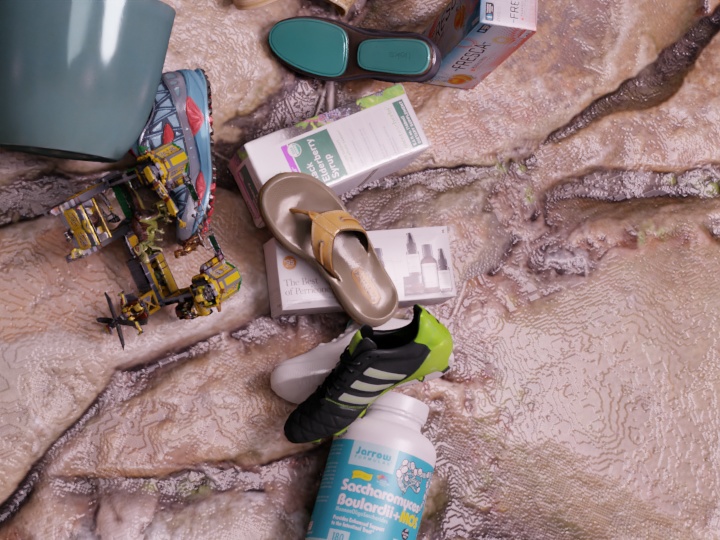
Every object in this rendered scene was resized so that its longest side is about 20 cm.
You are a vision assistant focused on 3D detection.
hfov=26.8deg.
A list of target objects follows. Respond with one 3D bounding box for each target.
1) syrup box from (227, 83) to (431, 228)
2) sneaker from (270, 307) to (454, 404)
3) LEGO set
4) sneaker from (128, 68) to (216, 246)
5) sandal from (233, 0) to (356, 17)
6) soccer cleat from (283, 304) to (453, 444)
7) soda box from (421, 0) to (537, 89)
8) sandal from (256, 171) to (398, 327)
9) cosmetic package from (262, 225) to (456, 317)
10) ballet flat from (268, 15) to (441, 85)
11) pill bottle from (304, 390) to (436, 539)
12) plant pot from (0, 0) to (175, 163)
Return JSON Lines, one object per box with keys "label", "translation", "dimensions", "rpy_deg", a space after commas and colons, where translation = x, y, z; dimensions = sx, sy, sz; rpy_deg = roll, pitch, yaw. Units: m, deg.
{"label": "syrup box", "translation": [-0.035, -0.124, 1.637], "dimensions": [0.200, 0.081, 0.079], "rpy_deg": [-23, 85, -23]}
{"label": "sneaker", "translation": [-0.005, 0.085, 1.616], "dimensions": [0.200, 0.075, 0.089], "rpy_deg": [-9, 60, -16]}
{"label": "LEGO set", "translation": [-0.223, -0.021, 1.501], "dimensions": [0.116, 0.154, 0.200], "rpy_deg": [-36, 115, -47]}
{"label": "sneaker", "translation": [-0.203, -0.116, 1.594], "dimensions": [0.095, 0.079, 0.200], "rpy_deg": [-2, 70, -9]}
{"label": "sandal", "translation": [-0.040, -0.316, 1.699], "dimensions": [0.212, 0.078, 0.070], "rpy_deg": [-23, 117, -14]}
{"label": "soccer cleat", "translation": [-0.002, 0.104, 1.527], "dimensions": [0.200, 0.068, 0.081], "rpy_deg": [-32, 119, 8]}
{"label": "soda box", "translation": [0.127, -0.262, 1.657], "dimensions": [0.068, 0.200, 0.064], "rpy_deg": [6, 76, -16]}
{"label": "sandal", "translation": [-0.024, -0.024, 1.567], "dimensions": [0.080, 0.054, 0.200], "rpy_deg": [-43, 104, -19]}
{"label": "cosmetic package", "translation": [0.000, 0.000, 1.638], "dimensions": [0.200, 0.051, 0.083], "rpy_deg": [-5, 79, -19]}
{"label": "ballet flat", "translation": [-0.002, -0.240, 1.672], "dimensions": [0.200, 0.073, 0.073], "rpy_deg": [10, 72, 19]}
{"label": "pill bottle", "translation": [0.013, 0.228, 1.559], "dimensions": [0.111, 0.111, 0.200], "rpy_deg": [19, 73, -13]}
{"label": "plant pot", "translation": [-0.294, -0.194, 1.514], "dimensions": [0.200, 0.201, 0.161], "rpy_deg": [6, 89, -17]}
